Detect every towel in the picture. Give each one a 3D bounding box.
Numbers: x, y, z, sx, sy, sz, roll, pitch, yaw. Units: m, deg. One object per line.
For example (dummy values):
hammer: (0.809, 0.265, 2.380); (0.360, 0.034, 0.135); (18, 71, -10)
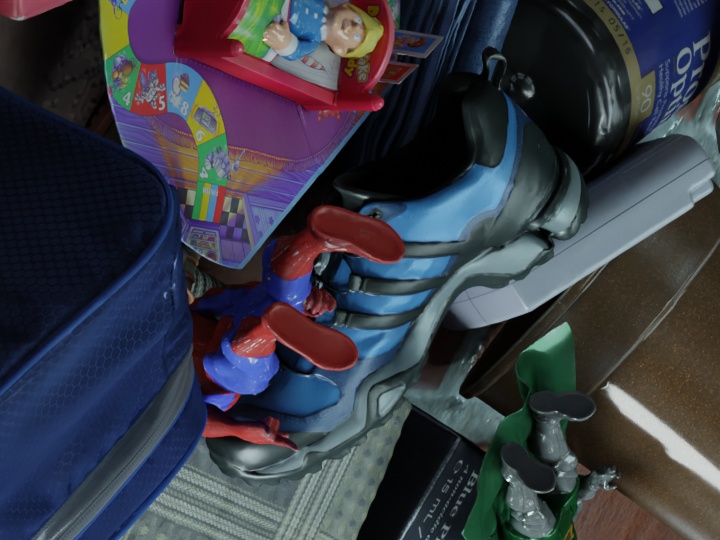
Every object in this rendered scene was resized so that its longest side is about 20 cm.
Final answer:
towel: (0.025, -0.079, 0.863); (0.112, 0.048, 0.200); (-88, -166, -66)
towel: (-0.081, 0.109, 0.830); (0.192, 0.035, 0.200); (33, 79, -43)

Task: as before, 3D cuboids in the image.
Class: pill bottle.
pill bottle: (0.133, -0.128, 0.973); (0.200, 0.112, 0.112); (-35, 145, -43)

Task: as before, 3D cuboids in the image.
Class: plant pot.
plant pot: (0.195, 0.062, 1.109); (0.200, 0.198, 0.200); (-48, 180, 0)

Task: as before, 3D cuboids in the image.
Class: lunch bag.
lunch bag: (-0.141, 0.039, 0.600); (0.200, 0.136, 0.132); (-45, 151, -33)

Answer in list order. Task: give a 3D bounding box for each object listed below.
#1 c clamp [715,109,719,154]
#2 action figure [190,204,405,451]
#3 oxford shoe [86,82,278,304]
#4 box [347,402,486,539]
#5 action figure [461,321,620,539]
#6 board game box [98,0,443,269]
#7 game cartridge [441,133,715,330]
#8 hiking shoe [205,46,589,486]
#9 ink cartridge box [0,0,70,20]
c clamp: (0.230, -0.139, 0.994); (0.171, 0.027, 0.200); (-64, 168, -4)
action figure: (-0.040, 0.029, 0.698); (0.200, 0.052, 0.066); (-27, -139, 65)
oxford shoe: (-0.079, -0.007, 0.724); (0.071, 0.074, 0.200); (36, 82, -43)
box: (-0.014, 0.161, 0.994); (0.197, 0.117, 0.200); (-59, 156, -4)
action figure: (0.094, 0.123, 0.966); (0.118, 0.055, 0.200); (-57, 159, -21)
board game box: (-0.021, -0.101, 0.710); (0.200, 0.039, 0.158); (-53, 137, -42)
game cartridge: (0.094, -0.017, 0.965); (0.133, 0.041, 0.200); (-36, -176, -8)
hiking shoe: (0.000, 0.000, 0.789); (0.200, 0.074, 0.087); (-45, 123, -8)
ink cartridge box: (-0.073, -0.194, 0.544); (0.146, 0.083, 0.200); (-32, 143, -45)
